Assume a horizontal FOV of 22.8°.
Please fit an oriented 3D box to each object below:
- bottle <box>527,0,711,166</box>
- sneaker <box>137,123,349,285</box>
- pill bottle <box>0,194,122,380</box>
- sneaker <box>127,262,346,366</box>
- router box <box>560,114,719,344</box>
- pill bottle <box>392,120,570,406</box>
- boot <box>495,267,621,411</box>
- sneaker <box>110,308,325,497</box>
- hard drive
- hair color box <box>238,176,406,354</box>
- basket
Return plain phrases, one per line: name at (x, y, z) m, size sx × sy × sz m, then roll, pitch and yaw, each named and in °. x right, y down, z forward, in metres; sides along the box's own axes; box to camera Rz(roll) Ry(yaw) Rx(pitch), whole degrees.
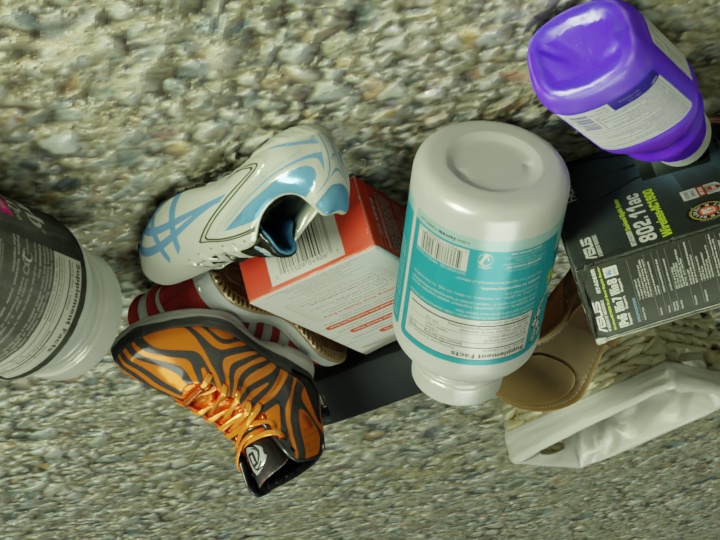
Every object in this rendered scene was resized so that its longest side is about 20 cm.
bottle at (0.183, -0.118, 1.192) m, size 0.083 × 0.066 × 0.200 m, roll -24°, pitch 158°, yaw 23°
sneaker at (-0.085, -0.030, 1.230) m, size 0.072 × 0.073 × 0.200 m, roll 5°, pitch 153°, yaw -45°
pill bottle at (-0.246, 0.008, 1.156) m, size 0.116 × 0.117 × 0.200 m, roll -22°, pitch 159°, yaw 19°
sneaker at (-0.101, 0.046, 1.413) m, size 0.112 × 0.072 × 0.200 m, roll -28°, pitch 148°, yaw 22°
router box at (0.217, -0.035, 1.274) m, size 0.149 × 0.062 × 0.200 m, roll -18°, pitch -157°, yaw 6°
pill bottle at (0.081, 0.002, 1.271) m, size 0.110 × 0.111 × 0.201 m, roll -8°, pitch 133°, yaw -17°
boot at (0.184, 0.021, 1.440) m, size 0.074 × 0.155 × 0.200 m, roll 37°, pitch 140°, yaw -9°
sneaker at (-0.094, 0.101, 1.327) m, size 0.199 × 0.113 × 0.077 m, roll 18°, pitch 133°, yaw -42°
hard drive at (0.034, 0.068, 1.508) m, size 0.199 × 0.042 × 0.135 m, roll -22°, pitch -164°, yaw 34°
hair color box at (0.000, 0.000, 1.375) m, size 0.110 × 0.064 × 0.200 m, roll -24°, pitch 156°, yaw 19°
basket at (0.236, 0.095, 1.691) m, size 0.199 × 0.124 × 0.135 m, roll -31°, pitch 154°, yaw 34°
